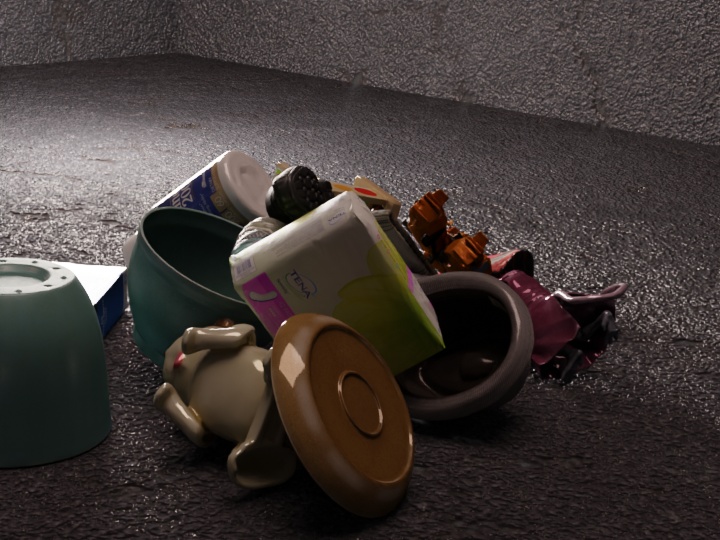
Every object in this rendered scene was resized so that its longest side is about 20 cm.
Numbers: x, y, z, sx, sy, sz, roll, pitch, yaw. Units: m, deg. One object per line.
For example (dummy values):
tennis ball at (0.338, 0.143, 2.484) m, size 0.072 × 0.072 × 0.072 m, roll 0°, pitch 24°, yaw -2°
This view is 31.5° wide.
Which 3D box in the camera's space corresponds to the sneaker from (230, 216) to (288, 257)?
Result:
sneaker at (-0.051, 0.016, 1.381) m, size 0.200 × 0.078 × 0.086 m, roll 21°, pitch 26°, yaw 7°

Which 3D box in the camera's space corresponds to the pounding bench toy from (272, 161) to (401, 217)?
pounding bench toy at (-0.053, -0.076, 1.790) m, size 0.156 × 0.124 × 0.200 m, roll 7°, pitch 18°, yaw -29°

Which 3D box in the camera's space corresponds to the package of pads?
package of pads at (-0.019, 0.032, 1.315) m, size 0.154 × 0.200 × 0.068 m, roll -30°, pitch 29°, yaw 9°

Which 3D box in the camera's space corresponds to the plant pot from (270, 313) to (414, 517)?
plant pot at (-0.007, 0.125, 1.167) m, size 0.027 × 0.200 × 0.200 m, roll -29°, pitch 1°, yaw 26°

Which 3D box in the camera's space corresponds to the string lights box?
string lights box at (-0.357, 0.045, 1.556) m, size 0.103 × 0.059 × 0.200 m, roll 5°, pitch 16°, yaw 3°

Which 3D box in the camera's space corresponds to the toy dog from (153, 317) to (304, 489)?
toy dog at (-0.112, 0.112, 1.265) m, size 0.194 × 0.140 × 0.200 m, roll 6°, pitch 10°, yaw -46°

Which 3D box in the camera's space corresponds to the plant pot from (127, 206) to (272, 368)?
plant pot at (-0.179, 0.038, 1.442) m, size 0.200 × 0.134 × 0.200 m, roll 24°, pitch 21°, yaw -10°

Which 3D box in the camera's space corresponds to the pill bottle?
pill bottle at (-0.207, -0.058, 1.638) m, size 0.200 × 0.111 × 0.111 m, roll -33°, pitch 2°, yaw 23°

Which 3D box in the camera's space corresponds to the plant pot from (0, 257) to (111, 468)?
plant pot at (-0.346, 0.080, 1.263) m, size 0.200 × 0.161 × 0.201 m, roll 4°, pitch 17°, yaw -1°

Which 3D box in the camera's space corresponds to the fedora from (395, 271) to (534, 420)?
fedora at (0.105, 0.095, 1.396) m, size 0.200 × 0.177 × 0.090 m, roll -11°, pitch -34°, yaw 26°

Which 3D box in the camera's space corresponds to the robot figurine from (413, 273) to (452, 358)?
robot figurine at (0.050, 0.058, 1.521) m, size 0.200 × 0.113 × 0.170 m, roll 10°, pitch -17°, yaw 16°

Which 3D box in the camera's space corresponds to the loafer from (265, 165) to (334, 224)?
loafer at (-0.073, -0.075, 1.433) m, size 0.070 × 0.068 × 0.201 m, roll -17°, pitch -3°, yaw 7°

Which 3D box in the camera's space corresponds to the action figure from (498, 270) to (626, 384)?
action figure at (0.211, 0.047, 1.569) m, size 0.134 × 0.149 × 0.200 m, roll -13°, pitch 37°, yaw -31°

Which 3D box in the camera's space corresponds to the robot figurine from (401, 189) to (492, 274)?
robot figurine at (0.111, -0.028, 1.549) m, size 0.145 × 0.058 × 0.200 m, roll 48°, pitch -2°, yaw 12°

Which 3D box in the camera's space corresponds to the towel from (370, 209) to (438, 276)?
towel at (0.000, 0.000, 1.591) m, size 0.192 × 0.200 × 0.035 m, roll -6°, pitch 53°, yaw 32°

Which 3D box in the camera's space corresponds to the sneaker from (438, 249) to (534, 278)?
sneaker at (0.171, 0.004, 1.812) m, size 0.087 × 0.074 × 0.200 m, roll 16°, pitch 20°, yaw 39°
